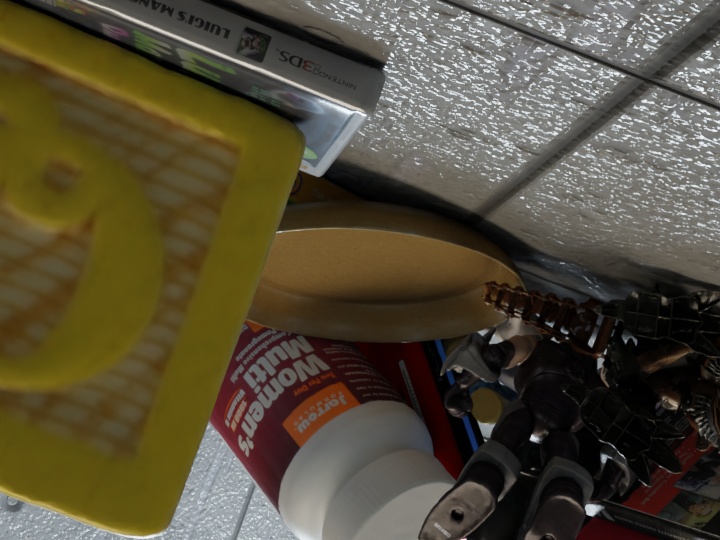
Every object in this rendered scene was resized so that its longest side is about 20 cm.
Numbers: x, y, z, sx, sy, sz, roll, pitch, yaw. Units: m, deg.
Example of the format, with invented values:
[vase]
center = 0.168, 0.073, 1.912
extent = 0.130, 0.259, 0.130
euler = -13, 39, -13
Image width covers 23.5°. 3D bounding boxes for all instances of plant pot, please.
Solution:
[plant pot]
center = 0.000, 0.000, 1.025
extent = 0.197, 0.028, 0.200
euler = 4, 161, 1

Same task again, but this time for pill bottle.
[pill bottle]
center = -0.021, 0.109, 1.116
extent = 0.109, 0.110, 0.200
euler = 27, -166, -46

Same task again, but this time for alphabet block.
[alphabet block]
center = -0.159, -0.005, 0.804
extent = 0.194, 0.198, 0.200
euler = 20, 176, -13

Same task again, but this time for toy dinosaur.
[toy dinosaur]
center = 0.164, 0.056, 0.964
extent = 0.197, 0.104, 0.136
euler = 0, -176, 14

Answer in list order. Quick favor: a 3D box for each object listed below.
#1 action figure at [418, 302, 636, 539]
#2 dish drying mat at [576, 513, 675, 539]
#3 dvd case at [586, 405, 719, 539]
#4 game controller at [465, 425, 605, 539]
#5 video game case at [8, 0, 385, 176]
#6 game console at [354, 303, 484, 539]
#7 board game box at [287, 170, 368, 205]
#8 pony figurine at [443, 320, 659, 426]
[action figure]
center = 0.099, 0.091, 0.977
extent = 0.129, 0.070, 0.200
euler = 28, -150, 6
[dish drying mat]
center = 0.201, 0.127, 1.038
extent = 0.076, 0.200, 0.018
euler = 13, 136, 50
[dvd case]
center = 0.238, 0.111, 0.989
extent = 0.199, 0.146, 0.022
euler = 10, 133, 52
[game controller]
center = 0.158, 0.146, 1.093
extent = 0.198, 0.105, 0.042
euler = 13, -153, -31
[video game case]
center = -0.087, -0.095, 0.779
extent = 0.180, 0.024, 0.200
euler = 21, 173, -5
[game console]
center = 0.062, 0.087, 1.201
extent = 0.118, 0.202, 0.172
euler = -15, 168, -26
[board game box]
center = -0.058, -0.050, 1.027
extent = 0.199, 0.030, 0.095
euler = 22, 173, -40
[pony figurine]
center = 0.144, 0.095, 1.182
extent = 0.194, 0.166, 0.200
euler = 53, -167, 26
